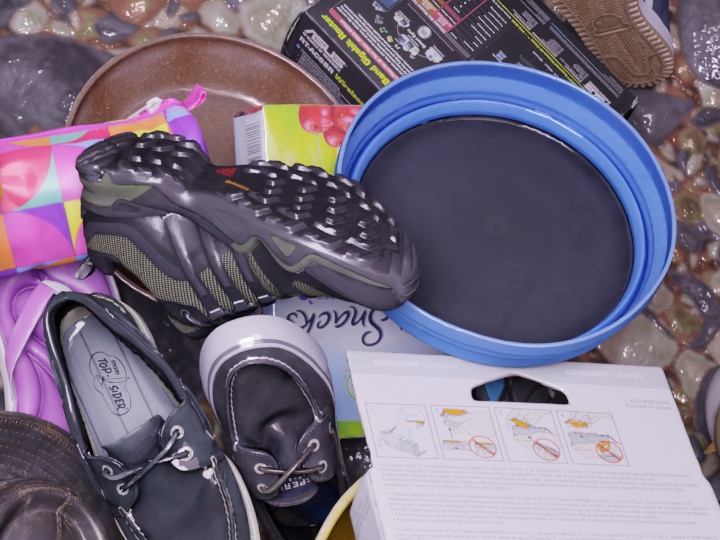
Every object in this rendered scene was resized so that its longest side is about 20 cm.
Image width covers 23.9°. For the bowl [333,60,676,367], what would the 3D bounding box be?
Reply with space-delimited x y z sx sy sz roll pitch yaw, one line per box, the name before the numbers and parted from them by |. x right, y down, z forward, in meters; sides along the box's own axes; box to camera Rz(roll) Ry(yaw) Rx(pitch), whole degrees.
bowl | 0.081 -0.032 0.986 0.200 0.039 0.201 5 56 -7

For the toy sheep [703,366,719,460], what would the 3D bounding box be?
toy sheep | 0.302 0.088 1.112 0.200 0.138 0.138 -20 75 -40

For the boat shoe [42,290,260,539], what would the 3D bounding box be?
boat shoe | -0.118 0.090 0.917 0.074 0.066 0.200 -27 63 5

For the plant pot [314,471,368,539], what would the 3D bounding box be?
plant pot | 0.044 0.212 0.959 0.200 0.142 0.201 7 65 -17

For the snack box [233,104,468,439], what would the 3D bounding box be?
snack box | 0.000 0.000 1.045 0.142 0.053 0.201 -2 88 -25

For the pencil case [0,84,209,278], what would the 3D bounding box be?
pencil case | -0.180 -0.046 0.993 0.200 0.088 0.089 -15 73 -11

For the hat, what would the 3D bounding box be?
hat | -0.182 0.171 0.899 0.200 0.081 0.201 6 81 -40

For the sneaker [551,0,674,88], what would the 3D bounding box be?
sneaker | 0.171 -0.224 1.185 0.070 0.200 0.109 -8 59 21

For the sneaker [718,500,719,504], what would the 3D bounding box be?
sneaker | 0.273 0.198 1.060 0.200 0.111 0.077 22 64 -9

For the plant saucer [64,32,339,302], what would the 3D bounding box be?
plant saucer | -0.094 -0.057 1.089 0.200 0.037 0.201 7 66 -16

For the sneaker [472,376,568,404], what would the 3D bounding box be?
sneaker | 0.115 0.137 1.041 0.073 0.082 0.200 -24 84 -32

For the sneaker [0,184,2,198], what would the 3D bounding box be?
sneaker | -0.250 0.017 0.899 0.078 0.082 0.200 18 89 -12

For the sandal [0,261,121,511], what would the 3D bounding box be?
sandal | -0.175 0.056 1.004 0.082 0.050 0.203 0 67 -19

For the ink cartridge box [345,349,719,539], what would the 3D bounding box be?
ink cartridge box | 0.093 0.123 0.911 0.199 0.044 0.174 4 41 -17

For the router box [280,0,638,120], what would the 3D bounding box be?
router box | 0.068 -0.131 1.161 0.200 0.062 0.150 47 61 5

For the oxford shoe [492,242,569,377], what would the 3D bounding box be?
oxford shoe | 0.114 0.000 1.060 0.200 0.072 0.071 -40 128 -42

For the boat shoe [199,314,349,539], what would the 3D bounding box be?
boat shoe | -0.041 0.106 0.948 0.070 0.200 0.066 -14 50 -4

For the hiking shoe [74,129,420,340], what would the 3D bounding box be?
hiking shoe | -0.063 -0.007 0.932 0.200 0.101 0.076 19 34 16
